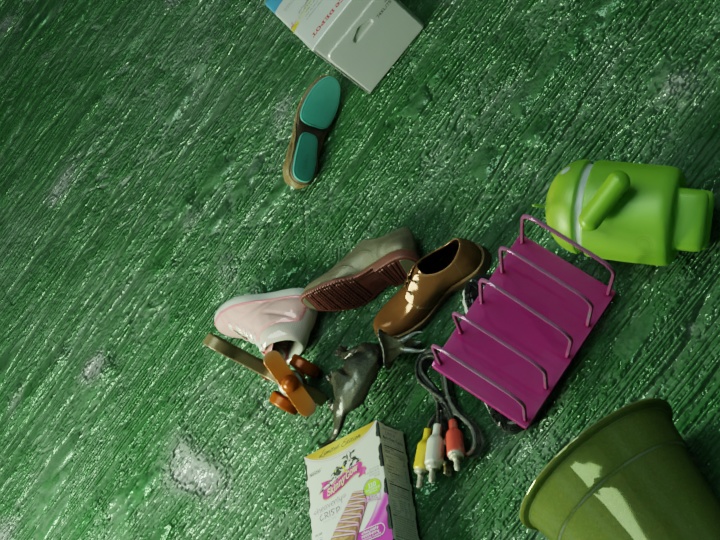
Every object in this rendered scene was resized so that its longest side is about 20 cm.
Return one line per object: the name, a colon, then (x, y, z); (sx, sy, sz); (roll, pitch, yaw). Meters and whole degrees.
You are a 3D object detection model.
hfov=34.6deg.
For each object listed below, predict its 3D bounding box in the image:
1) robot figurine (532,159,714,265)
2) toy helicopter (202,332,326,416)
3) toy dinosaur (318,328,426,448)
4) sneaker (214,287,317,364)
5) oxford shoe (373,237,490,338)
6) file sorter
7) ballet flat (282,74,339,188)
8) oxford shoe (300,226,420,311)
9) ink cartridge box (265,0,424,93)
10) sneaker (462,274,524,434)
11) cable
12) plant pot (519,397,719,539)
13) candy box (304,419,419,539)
robot figurine: (0.308, -0.069, 1.360); (0.199, 0.175, 0.116); (8, 99, 25)
toy helicopter: (-0.132, 0.143, 1.626); (0.079, 0.199, 0.132); (-60, 24, -2)
toy dinosaur: (-0.008, 0.146, 1.567); (0.200, 0.077, 0.102); (-48, 7, -18)
sneaker: (-0.153, 0.095, 1.767); (0.199, 0.075, 0.105); (-13, 53, 34)
oxford shoe: (0.081, 0.021, 1.588); (0.200, 0.071, 0.072); (-43, 46, 20)
file sorter: (0.191, 0.056, 1.358); (0.139, 0.125, 0.200); (33, 81, 17)
ballet flat: (-0.088, -0.226, 1.910); (0.072, 0.068, 0.201); (-14, 60, 61)
oxford shoe: (0.000, 0.000, 1.686); (0.199, 0.070, 0.075); (-22, 49, 22)
ink cartridge box: (-0.028, -0.418, 1.888); (0.147, 0.146, 0.200); (-49, 42, 10)
sneaker: (0.177, 0.108, 1.453); (0.074, 0.079, 0.201); (-10, 70, -1)
cable: (0.105, 0.178, 1.486); (0.097, 0.050, 0.201); (-29, 50, 33)
plant pot: (0.297, 0.267, 1.171); (0.200, 0.200, 0.190); (-47, 56, 13)
candy box: (0.001, 0.314, 1.503); (0.136, 0.061, 0.201); (-31, 48, 29)
